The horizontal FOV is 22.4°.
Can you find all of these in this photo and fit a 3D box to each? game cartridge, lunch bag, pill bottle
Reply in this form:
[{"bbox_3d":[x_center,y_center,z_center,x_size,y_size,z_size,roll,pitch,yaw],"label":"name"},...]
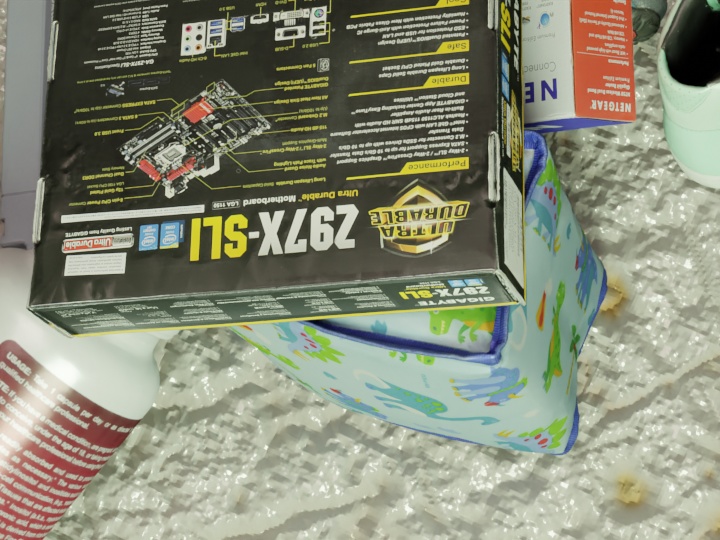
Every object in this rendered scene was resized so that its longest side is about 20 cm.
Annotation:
[{"bbox_3d":[-0.127,-0.098,0.976,0.132,0.042,0.202,-4,73,11],"label":"game cartridge"},{"bbox_3d":[0.000,0.000,0.834,0.198,0.170,0.128,7,71,21],"label":"lunch bag"},{"bbox_3d":[-0.172,0.065,0.891,0.113,0.113,0.200,42,95,23],"label":"pill bottle"}]

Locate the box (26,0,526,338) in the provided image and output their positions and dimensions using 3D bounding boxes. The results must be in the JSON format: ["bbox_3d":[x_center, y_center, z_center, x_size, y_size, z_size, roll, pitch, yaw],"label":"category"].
[{"bbox_3d":[-0.034,-0.060,0.747,0.198,0.049,0.161,-5,71,16],"label":"box"}]

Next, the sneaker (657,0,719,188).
[{"bbox_3d":[0.214,-0.134,0.836,0.074,0.118,0.201,41,87,25],"label":"sneaker"}]

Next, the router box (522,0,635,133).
[{"bbox_3d":[0.035,-0.151,0.866,0.199,0.049,0.181,-4,87,44],"label":"router box"}]

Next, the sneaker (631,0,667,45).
[{"bbox_3d":[0.093,-0.199,0.915,0.095,0.079,0.200,-42,67,-1],"label":"sneaker"}]
